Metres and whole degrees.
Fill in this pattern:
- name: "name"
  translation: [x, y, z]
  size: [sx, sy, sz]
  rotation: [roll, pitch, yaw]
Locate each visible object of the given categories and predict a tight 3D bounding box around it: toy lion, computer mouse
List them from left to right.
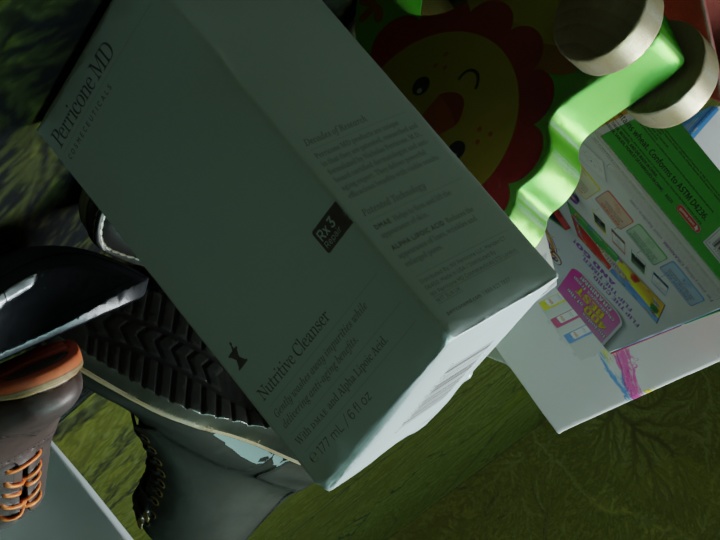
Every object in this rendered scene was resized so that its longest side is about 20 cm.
- name: "computer mouse"
  translation: [-0.178, 0.024, 0.843]
  size: [0.199, 0.046, 0.140]
  rotation: [-25, -179, -25]
- name: "toy lion"
  translation: [0.048, -0.091, 0.852]
  size: [0.191, 0.201, 0.069]
  rotation: [-34, 138, 20]

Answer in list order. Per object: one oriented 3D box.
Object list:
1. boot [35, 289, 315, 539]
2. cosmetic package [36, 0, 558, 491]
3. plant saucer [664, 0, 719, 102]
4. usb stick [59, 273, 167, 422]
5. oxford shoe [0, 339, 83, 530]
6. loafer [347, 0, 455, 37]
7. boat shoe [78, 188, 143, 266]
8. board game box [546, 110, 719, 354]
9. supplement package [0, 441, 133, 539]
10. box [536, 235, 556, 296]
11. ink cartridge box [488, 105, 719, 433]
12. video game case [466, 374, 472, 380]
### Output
- name: "boot"
  translation: [-0.113, 0.094, 1.034]
  size: [0.138, 0.199, 0.078]
  rotation: [-46, -152, 32]
- name: "cosmetic package"
  translation: [-0.030, -0.028, 0.778]
  size: [0.081, 0.200, 0.113]
  rotation: [-28, 161, -47]
- name: "plant saucer"
  translation: [0.180, -0.190, 0.943]
  size: [0.037, 0.201, 0.199]
  rotation: [-10, -173, 33]
- name: "usb stick"
  translation: [-0.185, 0.074, 1.074]
  size: [0.200, 0.033, 0.055]
  rotation: [-40, 161, -2]
- name: "oxford shoe"
  translation: [-0.171, 0.085, 0.944]
  size: [0.071, 0.073, 0.200]
  rotation: [-24, 176, -27]
- name: "loafer"
  translation: [0.022, -0.087, 1.037]
  size: [0.076, 0.068, 0.200]
  rotation: [-37, 168, -14]
- name: "boat shoe"
  translation: [-0.033, -0.020, 0.911]
  size: [0.199, 0.065, 0.073]
  rotation: [1, 129, -16]
- name: "board game box"
  translation: [0.138, -0.036, 1.063]
  size: [0.040, 0.153, 0.200]
  rotation: [-39, -179, -15]
- name: "supplement package"
  translation: [-0.196, 0.228, 1.206]
  size: [0.147, 0.191, 0.200]
  rotation: [-38, 169, -12]
- name: "box"
  translation: [0.000, 0.000, 1.052]
  size: [0.199, 0.069, 0.082]
  rotation: [-10, -169, 30]
- name: "ink cartridge box"
  translation: [0.174, 0.005, 1.273]
  size: [0.200, 0.125, 0.129]
  rotation: [-31, -171, 42]
- name: "video game case"
  translation: [-0.006, 0.034, 1.156]
  size: [0.182, 0.023, 0.200]
  rotation: [-33, -151, 26]
